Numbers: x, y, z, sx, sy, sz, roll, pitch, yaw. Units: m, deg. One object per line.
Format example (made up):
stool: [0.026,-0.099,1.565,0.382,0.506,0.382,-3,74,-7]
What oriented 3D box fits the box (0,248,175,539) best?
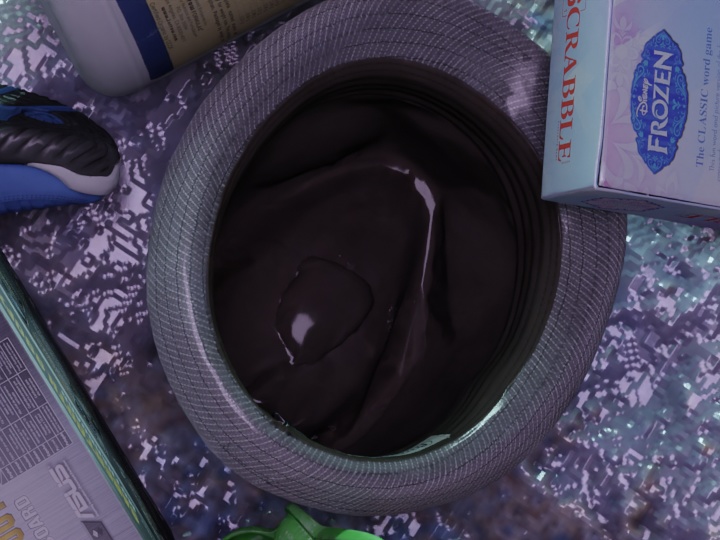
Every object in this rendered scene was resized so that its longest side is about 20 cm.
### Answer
box: [-0.122,0.052,0.774,0.048,0.158,0.201,-30,108,-4]

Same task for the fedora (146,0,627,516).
fedora: [0.000,0.000,0.842,0.176,0.090,0.201,31,70,-13]

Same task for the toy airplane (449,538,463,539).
toy airplane: [0.047,0.200,0.781,0.199,0.200,0.141,42,84,-4]

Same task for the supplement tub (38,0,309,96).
supplement tub: [-0.044,-0.170,0.843,0.199,0.144,0.145,-28,85,-6]

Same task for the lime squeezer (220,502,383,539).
lime squeezer: [-0.037,0.112,0.818,0.070,0.200,0.038,-18,81,-46]

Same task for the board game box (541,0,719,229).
board game box: [0.169,-0.112,0.859,0.199,0.041,0.201,9,81,-27]

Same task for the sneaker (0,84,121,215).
sneaker: [-0.193,-0.030,0.864,0.199,0.076,0.077,-3,107,-4]
